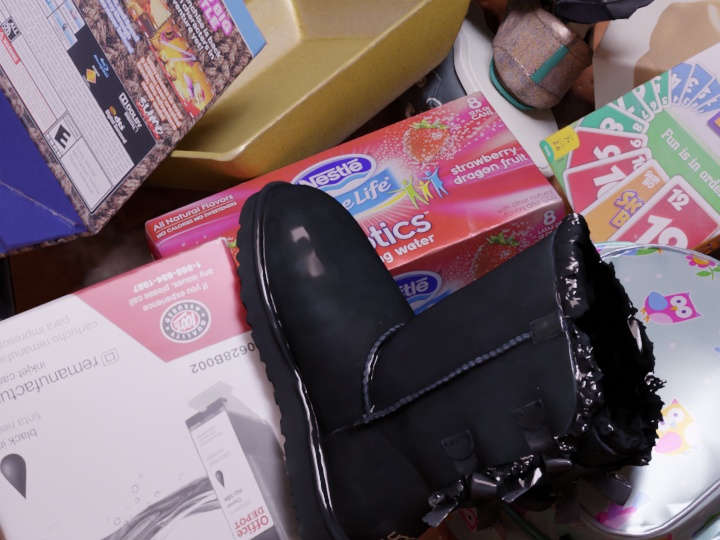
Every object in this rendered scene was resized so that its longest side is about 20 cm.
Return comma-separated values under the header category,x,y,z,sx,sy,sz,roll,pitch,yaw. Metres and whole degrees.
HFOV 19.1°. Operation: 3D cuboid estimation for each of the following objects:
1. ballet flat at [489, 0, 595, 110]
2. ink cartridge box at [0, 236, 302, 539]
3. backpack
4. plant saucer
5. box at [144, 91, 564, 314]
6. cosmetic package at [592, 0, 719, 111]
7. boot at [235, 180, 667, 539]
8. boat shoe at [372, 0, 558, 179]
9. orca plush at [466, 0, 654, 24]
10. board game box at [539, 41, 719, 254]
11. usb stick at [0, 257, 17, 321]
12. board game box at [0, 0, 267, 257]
category,x,y,z,sx,sy,sz,roll,pitch,yaw
ballet flat,0.122,-0.167,1.260,0.068,0.067,0.200,33,36,-19
ink cartridge box,-0.091,0.107,0.975,0.147,0.083,0.200,-22,80,-11
backpack,0.125,0.078,0.991,0.176,0.153,0.200,-37,45,-17
plant saucer,-0.047,-0.104,1.219,0.200,0.048,0.200,-41,25,-25
box,0.000,0.000,1.119,0.200,0.096,0.100,-22,48,-11
cosmetic package,0.240,-0.108,1.199,0.200,0.071,0.105,12,51,20
boot,0.035,0.024,0.918,0.162,0.073,0.198,-28,62,32
boat shoe,0.054,-0.111,1.256,0.062,0.073,0.200,-47,50,25
orca plush,0.082,-0.190,1.199,0.105,0.071,0.200,-28,31,2
board game box,0.203,-0.074,1.134,0.200,0.030,0.096,-28,71,9
usb stick,-0.222,-0.044,1.158,0.055,0.200,0.033,-7,-3,-28
board game box,-0.164,-0.128,1.138,0.097,0.160,0.200,-12,27,36
